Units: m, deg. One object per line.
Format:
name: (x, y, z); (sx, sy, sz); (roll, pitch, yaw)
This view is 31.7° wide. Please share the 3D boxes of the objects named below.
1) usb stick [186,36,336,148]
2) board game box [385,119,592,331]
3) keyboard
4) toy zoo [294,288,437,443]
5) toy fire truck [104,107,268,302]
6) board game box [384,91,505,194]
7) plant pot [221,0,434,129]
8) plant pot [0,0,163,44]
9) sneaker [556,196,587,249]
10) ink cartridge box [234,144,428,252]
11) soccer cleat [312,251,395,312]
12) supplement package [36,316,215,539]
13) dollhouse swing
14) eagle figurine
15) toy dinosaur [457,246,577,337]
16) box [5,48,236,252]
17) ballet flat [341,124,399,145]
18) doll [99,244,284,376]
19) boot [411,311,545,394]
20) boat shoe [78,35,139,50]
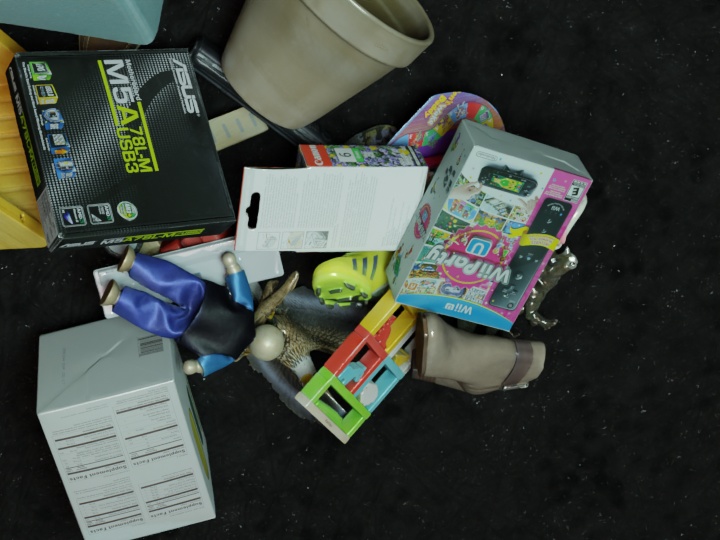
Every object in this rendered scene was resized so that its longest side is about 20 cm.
usb stick: (-0.109, -0.188, 1.402); (0.200, 0.056, 0.033); (36, 109, -19)
board game box: (0.134, -0.045, 1.353); (0.147, 0.064, 0.201); (14, 121, -21)
keyboard: (-0.185, 0.003, 1.374); (0.199, 0.011, 0.057); (-14, 114, -6)
toy zoo: (0.020, 0.096, 1.436); (0.200, 0.020, 0.131); (-49, 149, -6)
toy fire truck: (-0.185, -0.086, 1.404); (0.199, 0.129, 0.177); (-26, 110, 11)
board game box: (0.089, -0.104, 1.430); (0.200, 0.039, 0.158); (-46, 137, 6)
plant pot: (-0.050, -0.249, 1.337); (0.200, 0.200, 0.174); (36, 115, -17)
plant pot: (-0.287, -0.353, 1.194); (0.194, 0.200, 0.198); (10, 79, 4)
sneaker: (0.171, -0.056, 1.428); (0.200, 0.105, 0.076); (-32, 153, -22)
ink cartridge box: (-0.036, -0.077, 1.349); (0.199, 0.050, 0.109); (-1, 126, -17)
soccer cleat: (-0.001, 0.000, 1.422); (0.064, 0.200, 0.084); (-10, 80, 26)
supplement package: (-0.262, 0.175, 1.425); (0.150, 0.152, 0.201); (-14, 123, -4)
dollhouse swing: (-0.328, -0.145, 1.280); (0.175, 0.182, 0.201); (-10, 66, 17)
eagle figurine: (-0.067, 0.092, 1.479); (0.151, 0.152, 0.200); (-14, 154, 36)
toy dinosaur: (0.171, 0.035, 1.518); (0.199, 0.077, 0.103); (-25, 98, 5)
box: (-0.240, -0.125, 1.274); (0.192, 0.047, 0.201); (-8, 73, -32)
ballet flat: (-0.029, -0.089, 1.440); (0.200, 0.072, 0.072); (-37, 109, 4)
doll: (-0.169, 0.042, 1.352); (0.199, 0.048, 0.137); (27, 81, -17)
boot: (0.132, 0.091, 1.408); (0.145, 0.200, 0.071); (2, 74, 0)
boat shoe: (-0.243, -0.300, 1.337); (0.074, 0.075, 0.203); (23, 103, -15)
